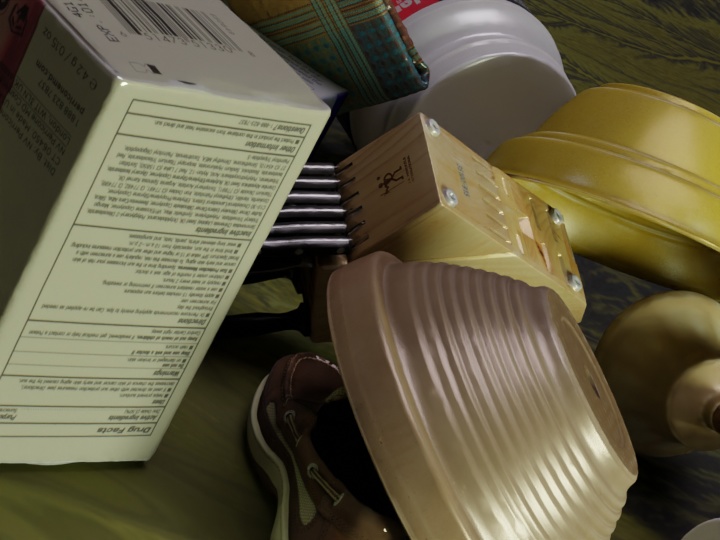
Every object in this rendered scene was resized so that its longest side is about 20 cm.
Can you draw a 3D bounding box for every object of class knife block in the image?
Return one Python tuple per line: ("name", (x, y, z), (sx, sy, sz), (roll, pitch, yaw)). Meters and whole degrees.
("knife block", (0.000, 0.000, 1.151), (0.200, 0.175, 0.064), (31, 38, -43))

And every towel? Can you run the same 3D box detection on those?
("towel", (-0.059, -0.154, 1.286), (0.022, 0.199, 0.147), (-43, 112, -40))

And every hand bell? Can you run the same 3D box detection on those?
("hand bell", (0.210, 0.087, 1.189), (0.104, 0.105, 0.200), (22, 8, -18))

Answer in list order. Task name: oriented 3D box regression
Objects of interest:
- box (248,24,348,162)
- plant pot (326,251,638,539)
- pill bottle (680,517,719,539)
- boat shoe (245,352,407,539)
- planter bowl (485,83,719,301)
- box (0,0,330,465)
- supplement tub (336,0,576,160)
("box", (-0.138, -0.096, 1.216), (0.184, 0.105, 0.200), (35, 23, 14))
("plant pot", (0.069, 0.071, 1.007), (0.201, 0.092, 0.201), (58, 14, -23))
("pill bottle", (0.252, 0.176, 1.110), (0.199, 0.109, 0.109), (9, 30, -40))
("boat shoe", (-0.006, 0.088, 1.025), (0.074, 0.075, 0.203), (21, 24, -20))
("planter bowl", (0.165, -0.053, 1.229), (0.199, 0.084, 0.200), (21, -6, 2))
("box", (-0.125, -0.024, 0.950), (0.127, 0.201, 0.109), (5, 33, -46))
("supplement tub", (0.045, -0.131, 1.355), (0.140, 0.141, 0.200), (15, 26, -31))
